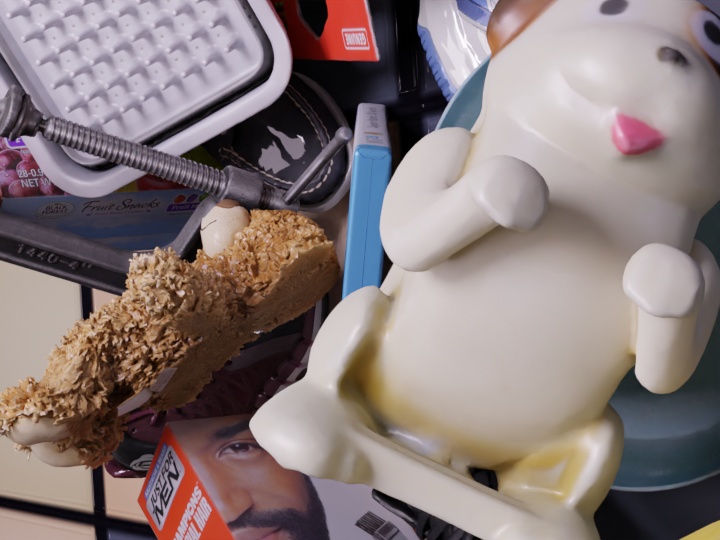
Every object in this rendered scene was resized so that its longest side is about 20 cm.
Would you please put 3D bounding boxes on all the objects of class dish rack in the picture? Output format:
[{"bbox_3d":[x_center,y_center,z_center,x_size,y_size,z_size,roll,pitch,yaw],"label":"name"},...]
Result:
[{"bbox_3d":[-0.137,-0.154,0.845,0.171,0.044,0.201,-25,102,25],"label":"dish rack"}]

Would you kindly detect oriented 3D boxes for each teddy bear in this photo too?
[{"bbox_3d":[-0.106,0.029,0.828,0.200,0.145,0.067,-42,69,8],"label":"teddy bear"}]

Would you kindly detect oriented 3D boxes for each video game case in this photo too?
[{"bbox_3d":[0.000,0.000,0.772,0.200,0.018,0.144,-90,5,-79],"label":"video game case"}]

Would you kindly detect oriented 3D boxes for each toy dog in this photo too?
[{"bbox_3d":[0.077,-0.009,0.596,0.139,0.194,0.201,28,103,8],"label":"toy dog"}]

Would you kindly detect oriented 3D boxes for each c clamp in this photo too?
[{"bbox_3d":[-0.128,-0.047,0.847,0.171,0.199,0.027,124,151,-45],"label":"c clamp"}]

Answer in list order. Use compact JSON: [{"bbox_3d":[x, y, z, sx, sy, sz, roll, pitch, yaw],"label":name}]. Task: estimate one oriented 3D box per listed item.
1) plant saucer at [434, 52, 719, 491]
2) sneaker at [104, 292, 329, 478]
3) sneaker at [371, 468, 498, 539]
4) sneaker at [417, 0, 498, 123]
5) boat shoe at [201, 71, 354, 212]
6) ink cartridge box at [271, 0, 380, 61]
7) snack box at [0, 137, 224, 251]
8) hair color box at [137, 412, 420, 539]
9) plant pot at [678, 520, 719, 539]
[{"bbox_3d":[0.109,-0.008,0.674,0.199,0.027,0.201,8,102,40],"label":"plant saucer"},{"bbox_3d":[-0.097,0.057,0.925,0.076,0.115,0.201,53,133,37],"label":"sneaker"},{"bbox_3d":[0.043,0.103,0.695,0.104,0.200,0.060,32,107,0],"label":"sneaker"},{"bbox_3d":[0.055,-0.167,0.742,0.088,0.075,0.201,-39,71,40],"label":"sneaker"},{"bbox_3d":[-0.081,-0.107,0.905,0.074,0.060,0.200,-48,63,13],"label":"boat shoe"},{"bbox_3d":[-0.054,-0.190,0.826,0.200,0.043,0.175,-156,54,-71],"label":"ink cartridge box"},{"bbox_3d":[-0.174,-0.107,0.973,0.068,0.168,0.201,-56,50,43],"label":"snack box"},{"bbox_3d":[-0.023,0.163,0.835,0.200,0.110,0.064,51,130,38],"label":"hair color box"},{"bbox_3d":[0.135,0.193,0.561,0.189,0.200,0.202,135,124,-63],"label":"plant pot"}]
